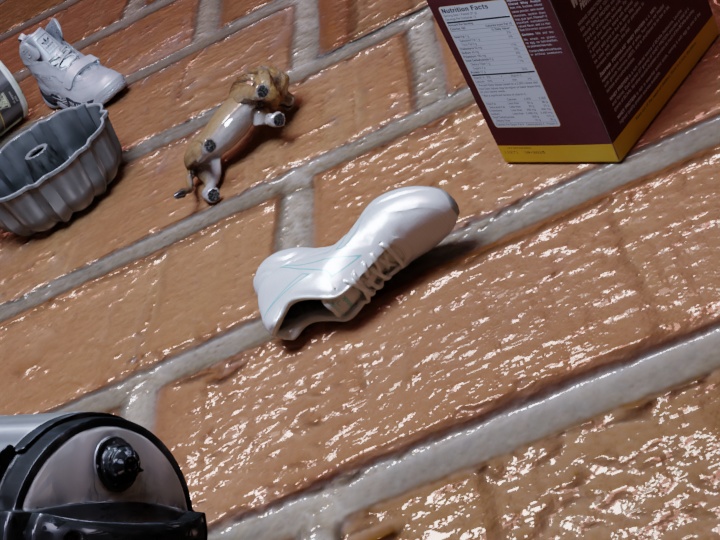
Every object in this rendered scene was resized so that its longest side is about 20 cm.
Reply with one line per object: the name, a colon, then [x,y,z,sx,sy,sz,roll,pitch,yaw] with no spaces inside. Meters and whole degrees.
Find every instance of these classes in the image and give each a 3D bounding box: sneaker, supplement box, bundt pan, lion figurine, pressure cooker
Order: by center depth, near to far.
pressure cooker: [-0.216,0.185,0.983,0.199,0.180,0.176,-7,30,39]
sneaker: [0.000,0.000,1.200,0.199,0.071,0.081,-29,37,16]
supplement box: [0.187,-0.235,1.239,0.132,0.201,0.197,5,44,46]
lion figurine: [-0.148,-0.155,1.571,0.200,0.073,0.122,-42,23,-11]
bundt pan: [-0.376,-0.116,1.716,0.200,0.076,0.203,-23,30,14]
sneaker: [-0.414,-0.288,1.983,0.199,0.115,0.075,10,48,50]

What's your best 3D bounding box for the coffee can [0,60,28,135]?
coffee can: [-0.600,-0.220,2.020,0.200,0.147,0.146,-44,31,-23]
